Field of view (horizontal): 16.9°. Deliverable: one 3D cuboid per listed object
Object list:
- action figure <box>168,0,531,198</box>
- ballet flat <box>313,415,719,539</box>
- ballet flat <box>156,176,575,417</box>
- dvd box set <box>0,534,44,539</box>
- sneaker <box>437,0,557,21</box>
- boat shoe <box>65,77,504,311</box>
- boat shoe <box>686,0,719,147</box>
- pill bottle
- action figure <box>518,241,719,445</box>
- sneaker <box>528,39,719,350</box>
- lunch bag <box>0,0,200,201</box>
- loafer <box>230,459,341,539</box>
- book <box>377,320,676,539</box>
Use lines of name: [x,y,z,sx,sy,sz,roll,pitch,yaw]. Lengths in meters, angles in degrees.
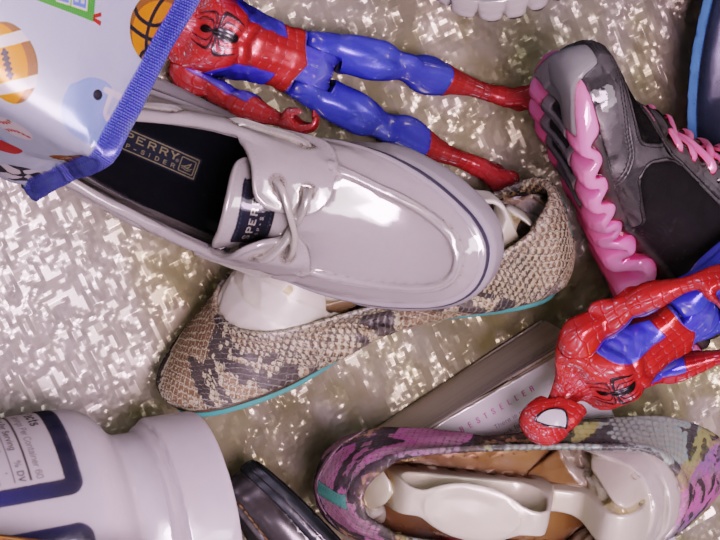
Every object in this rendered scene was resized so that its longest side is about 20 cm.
action figure: [-0.007,-0.085,1.053,0.200,0.099,0.065,17,91,-19]
ballet flat: [0.080,0.102,1.078,0.200,0.071,0.069,2,103,-16]
ballet flat: [0.000,0.000,1.073,0.200,0.068,0.075,-17,132,-11]
dvd box set: [-0.180,0.168,0.930,0.200,0.029,0.147,11,82,-17]
sneaker: [0.119,-0.182,1.067,0.200,0.079,0.089,-24,143,-10]
boat shoe: [-0.041,-0.030,0.997,0.200,0.066,0.072,24,110,6]
boat shoe: [0.203,-0.137,1.118,0.084,0.069,0.200,1,103,-62]
pill bottle: [-0.157,0.121,1.018,0.200,0.116,0.116,-9,101,-18]
action figure: [0.153,0.014,1.064,0.200,0.052,0.065,-34,139,-1]
sneaker: [0.142,-0.038,1.091,0.095,0.079,0.200,-26,135,4]
lunch bag: [-0.130,-0.154,0.890,0.170,0.124,0.200,31,73,-20]
loafer: [-0.015,0.178,1.104,0.072,0.073,0.200,-33,107,-8]
book: [0.082,0.144,1.150,0.134,0.048,0.200,-31,109,-8]
